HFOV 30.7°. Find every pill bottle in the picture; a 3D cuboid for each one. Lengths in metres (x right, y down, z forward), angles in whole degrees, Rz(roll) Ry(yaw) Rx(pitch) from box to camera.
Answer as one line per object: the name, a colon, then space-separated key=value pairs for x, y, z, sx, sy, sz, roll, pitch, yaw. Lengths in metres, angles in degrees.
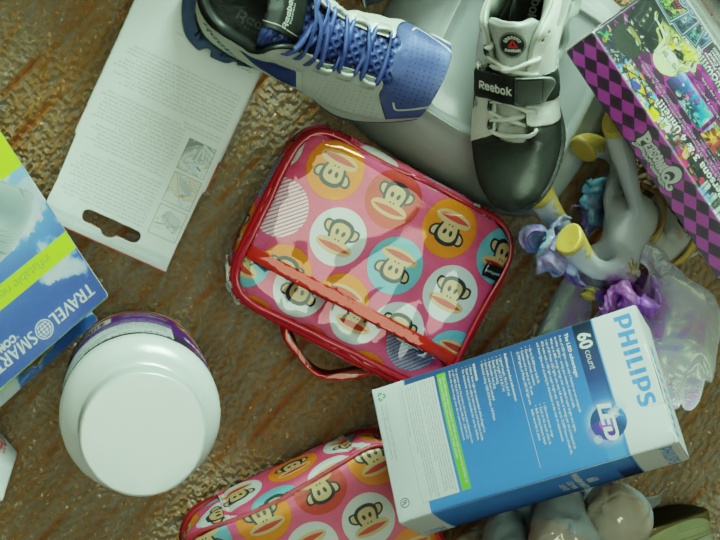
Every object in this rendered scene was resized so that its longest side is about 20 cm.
pill bottle: x=-0.158 y=0.095 z=0.939 sx=0.111 sy=0.200 sz=0.112 roll=-1 pitch=96 yaw=-11

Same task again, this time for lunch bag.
lunch bag: x=0.000 y=0.000 z=1.018 sx=0.199 sy=0.082 sz=0.177 roll=27 pitch=94 yaw=-10
lunch bag: x=-0.029 y=0.238 z=1.039 sx=0.199 sy=0.082 sz=0.177 roll=-24 pitch=100 yaw=-8

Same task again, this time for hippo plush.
hippo plush: x=0.136 y=0.144 z=1.007 sx=0.200 sy=0.159 sz=0.161 roll=-21 pitch=85 yaw=-33

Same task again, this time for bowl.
bowl: x=0.113 y=-0.159 z=1.031 sx=0.199 sy=0.075 sz=0.201 roll=28 pitch=89 yaw=-13

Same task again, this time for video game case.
video game case: x=0.262 y=-0.122 z=0.975 sx=0.181 sy=0.036 sz=0.200 roll=-39 pitch=96 yaw=-39

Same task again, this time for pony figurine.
pony figurine: x=0.201 y=-0.005 z=1.016 sx=0.200 sy=0.166 sz=0.194 roll=38 pitch=70 yaw=-45

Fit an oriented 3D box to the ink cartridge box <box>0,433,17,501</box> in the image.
ink cartridge box: x=-0.365 y=0.115 z=0.930 sx=0.146 sy=0.147 sz=0.200 roll=-38 pitch=101 yaw=-6

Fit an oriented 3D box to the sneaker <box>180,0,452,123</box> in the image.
sneaker: x=-0.034 y=-0.161 z=0.923 sx=0.199 sy=0.115 sz=0.081 roll=18 pitch=91 yaw=-6

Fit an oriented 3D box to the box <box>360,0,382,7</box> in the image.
box: x=0.065 y=-0.293 z=0.994 sx=0.199 sy=0.036 sz=0.143 roll=-20 pitch=67 yaw=-9

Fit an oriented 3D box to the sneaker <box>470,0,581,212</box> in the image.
sneaker: x=0.109 y=-0.144 z=0.940 sx=0.074 sy=0.088 sz=0.201 roll=6 pitch=90 yaw=23

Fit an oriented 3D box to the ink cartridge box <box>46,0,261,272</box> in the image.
ink cartridge box: x=-0.154 y=-0.112 z=0.997 sx=0.109 sy=0.050 sz=0.201 roll=25 pitch=92 yaw=-12

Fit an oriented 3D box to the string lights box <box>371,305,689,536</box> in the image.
string lights box: x=0.117 y=0.108 z=0.923 sx=0.199 sy=0.059 sz=0.103 roll=-19 pitch=64 yaw=15

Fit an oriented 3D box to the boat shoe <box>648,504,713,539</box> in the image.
boat shoe: x=0.203 y=0.249 z=1.091 sx=0.200 sy=0.073 sz=0.063 roll=-14 pitch=94 yaw=-17

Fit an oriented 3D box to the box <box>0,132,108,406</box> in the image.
box: x=-0.269 y=-0.006 z=0.924 sx=0.122 sy=0.048 sz=0.200 roll=-44 pitch=117 yaw=-30
